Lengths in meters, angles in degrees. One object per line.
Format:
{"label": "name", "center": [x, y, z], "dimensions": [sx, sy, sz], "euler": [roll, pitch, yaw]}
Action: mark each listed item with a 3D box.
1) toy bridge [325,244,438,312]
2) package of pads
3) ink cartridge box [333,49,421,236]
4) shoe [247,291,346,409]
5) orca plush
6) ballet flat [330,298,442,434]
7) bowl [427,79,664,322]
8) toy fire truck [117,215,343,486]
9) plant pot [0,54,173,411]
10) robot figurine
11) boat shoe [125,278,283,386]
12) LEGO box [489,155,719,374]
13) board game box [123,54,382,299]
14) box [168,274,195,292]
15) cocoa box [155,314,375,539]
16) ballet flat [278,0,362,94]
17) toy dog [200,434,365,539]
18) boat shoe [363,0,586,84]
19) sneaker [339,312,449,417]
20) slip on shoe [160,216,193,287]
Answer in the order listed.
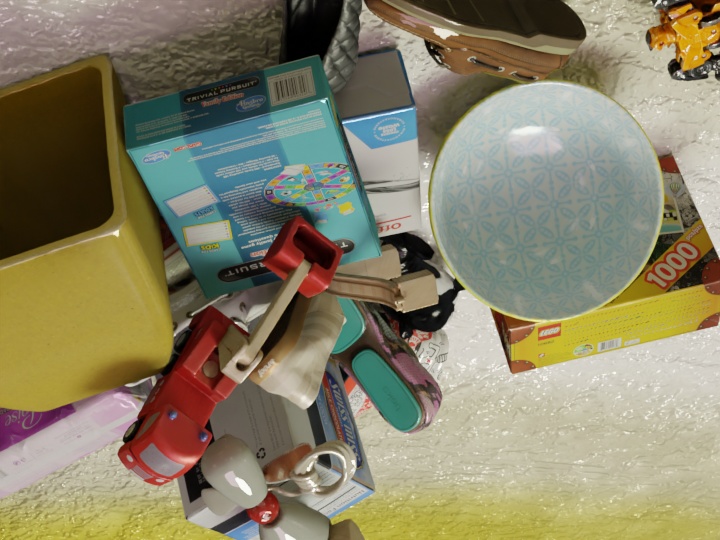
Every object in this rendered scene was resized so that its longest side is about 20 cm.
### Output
{"label": "toy bridge", "center": [0.000, 0.000, 1.283], "dimensions": [0.067, 0.200, 0.027], "euler": [-14, 107, -15]}
{"label": "package of pads", "center": [-0.283, 0.117, 1.412], "dimensions": [0.200, 0.121, 0.076], "euler": [-28, 143, 16]}
{"label": "ink cartridge box", "center": [-0.011, -0.083, 1.287], "dimensions": [0.116, 0.068, 0.200], "euler": [-12, 145, -3]}
{"label": "shoe", "center": [-0.048, 0.059, 1.286], "dimensions": [0.053, 0.200, 0.070], "euler": [36, 111, -6]}
{"label": "orca plush", "center": [0.055, 0.027, 1.420], "dimensions": [0.105, 0.071, 0.200], "euler": [2, 160, -2]}
{"label": "ballet flat", "center": [0.005, 0.063, 1.447], "dimensions": [0.069, 0.200, 0.071], "euler": [-39, -179, 31]}
{"label": "bowl", "center": [0.148, -0.062, 1.321], "dimensions": [0.200, 0.200, 0.108], "euler": [-12, -173, -5]}
{"label": "toy fire truck", "center": [-0.100, 0.063, 1.178], "dimensions": [0.049, 0.200, 0.141], "euler": [38, 145, -16]}
{"label": "plant pot", "center": [-0.238, -0.006, 1.178], "dimensions": [0.194, 0.196, 0.200], "euler": [-18, 137, 4]}
{"label": "robot figurine", "center": [0.318, -0.225, 1.227], "dimensions": [0.200, 0.058, 0.145], "euler": [-21, 144, 7]}
{"label": "boat shoe", "center": [-0.126, 0.045, 1.329], "dimensions": [0.200, 0.069, 0.071], "euler": [-26, 144, -15]}
{"label": "LEGO box", "center": [0.211, -0.006, 1.403], "dimensions": [0.200, 0.149, 0.077], "euler": [-13, 144, -4]}
{"label": "board game box", "center": [-0.078, -0.067, 1.191], "dimensions": [0.151, 0.047, 0.200], "euler": [-14, 144, 5]}
{"label": "box", "center": [-0.196, 0.011, 1.371], "dimensions": [0.200, 0.041, 0.039], "euler": [-13, 144, -5]}
{"label": "cocoa box", "center": [-0.093, 0.136, 1.438], "dimensions": [0.133, 0.200, 0.131], "euler": [-33, 141, 20]}
{"label": "ballet flat", "center": [-0.032, -0.195, 1.122], "dimensions": [0.066, 0.057, 0.200], "euler": [21, 146, 19]}
{"label": "toy dog", "center": [-0.066, 0.198, 1.310], "dimensions": [0.132, 0.096, 0.200], "euler": [-11, 125, -5]}
{"label": "boat shoe", "center": [0.080, -0.181, 1.185], "dimensions": [0.200, 0.072, 0.068], "euler": [11, 137, -31]}
{"label": "sneaker", "center": [0.012, 0.120, 1.571], "dimensions": [0.108, 0.067, 0.201], "euler": [10, 135, -27]}
{"label": "slip on shoe", "center": [-0.164, -0.024, 1.317], "dimensions": [0.200, 0.061, 0.074], "euler": [-31, 164, 1]}
